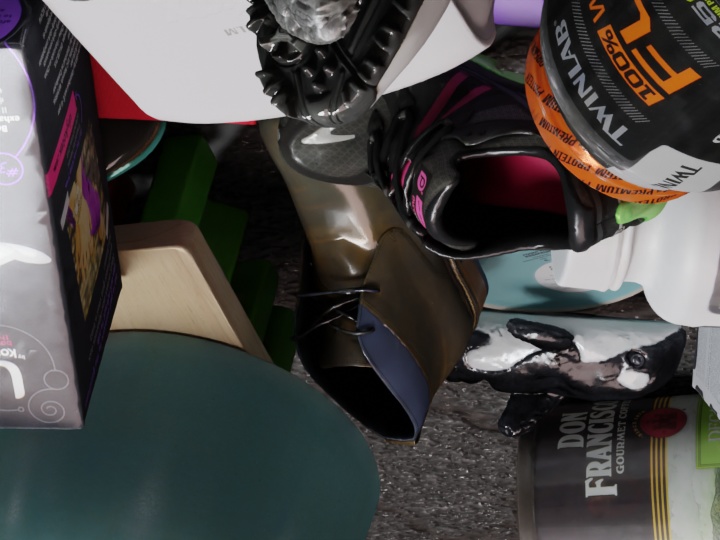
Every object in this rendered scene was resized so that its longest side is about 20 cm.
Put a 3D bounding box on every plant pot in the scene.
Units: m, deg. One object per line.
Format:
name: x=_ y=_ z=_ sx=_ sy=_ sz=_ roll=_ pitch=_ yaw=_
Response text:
plant pot: x=-0.103 y=0.156 z=1.127 sx=0.199 sy=0.162 sz=0.201 roll=9 pitch=141 yaw=7

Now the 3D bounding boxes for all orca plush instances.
orca plush: x=0.079 y=0.059 z=1.279 sx=0.198 sy=0.072 sz=0.105 roll=3 pitch=-178 yaw=-4

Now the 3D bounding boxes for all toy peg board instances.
toy peg board: x=-0.131 y=0.026 z=1.185 sx=0.198 sy=0.098 sz=0.201 roll=-5 pitch=137 yaw=21

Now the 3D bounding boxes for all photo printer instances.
photo printer: x=-0.044 y=-0.129 z=0.898 sx=0.165 sy=0.070 sz=0.200 roll=-10 pitch=150 yaw=19

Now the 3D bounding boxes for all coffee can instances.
coffee can: x=0.207 y=0.149 z=1.417 sx=0.198 sy=0.147 sz=0.146 roll=-5 pitch=155 yaw=14

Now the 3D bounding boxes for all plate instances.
plate: x=0.095 y=-0.015 z=1.212 sx=0.198 sy=0.026 sz=0.200 roll=1 pitch=155 yaw=1

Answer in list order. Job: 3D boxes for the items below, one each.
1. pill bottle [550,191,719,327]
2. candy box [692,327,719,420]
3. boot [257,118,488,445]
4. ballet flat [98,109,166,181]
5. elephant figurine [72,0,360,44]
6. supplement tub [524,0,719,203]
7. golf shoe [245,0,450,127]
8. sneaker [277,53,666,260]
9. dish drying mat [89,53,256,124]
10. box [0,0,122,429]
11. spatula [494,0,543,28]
pill bottle: x=0.192 y=-0.027 z=1.072 sx=0.198 sy=0.112 sz=0.111 roll=3 pitch=156 yaw=-3
candy box: x=0.272 y=0.053 z=1.179 sx=0.166 sy=0.072 sz=0.200 roll=3 pitch=-171 yaw=-2
boot: x=0.000 y=0.000 z=1.132 sx=0.074 sy=0.097 sz=0.200 roll=-4 pitch=143 yaw=34
ballet flat: x=-0.187 y=-0.060 z=1.086 sx=0.199 sy=0.068 sz=0.068 roll=-15 pitch=143 yaw=32
elephant figurine: x=-0.085 y=-0.146 z=0.718 sx=0.141 sy=0.202 sz=0.155 roll=12 pitch=154 yaw=-22
supplement tub: x=0.147 y=-0.109 z=0.881 sx=0.122 sy=0.123 sz=0.200 roll=11 pitch=154 yaw=-19
golf shoe: x=0.027 y=-0.122 z=0.761 sx=0.077 sy=0.201 sz=0.095 roll=-1 pitch=149 yaw=35
sneaker: x=0.038 y=-0.052 z=1.009 sx=0.199 sy=0.084 sz=0.077 roll=10 pitch=124 yaw=36
dish drying mat: x=-0.145 y=-0.100 z=1.017 sx=0.198 sy=0.018 sz=0.077 roll=2 pitch=131 yaw=1
box: x=-0.178 y=-0.040 z=0.982 sx=0.121 sy=0.106 sz=0.201 roll=1 pitch=127 yaw=5
spatula: x=-0.004 y=-0.109 z=1.014 sx=0.199 sy=0.021 sz=0.056 roll=-9 pitch=155 yaw=23
